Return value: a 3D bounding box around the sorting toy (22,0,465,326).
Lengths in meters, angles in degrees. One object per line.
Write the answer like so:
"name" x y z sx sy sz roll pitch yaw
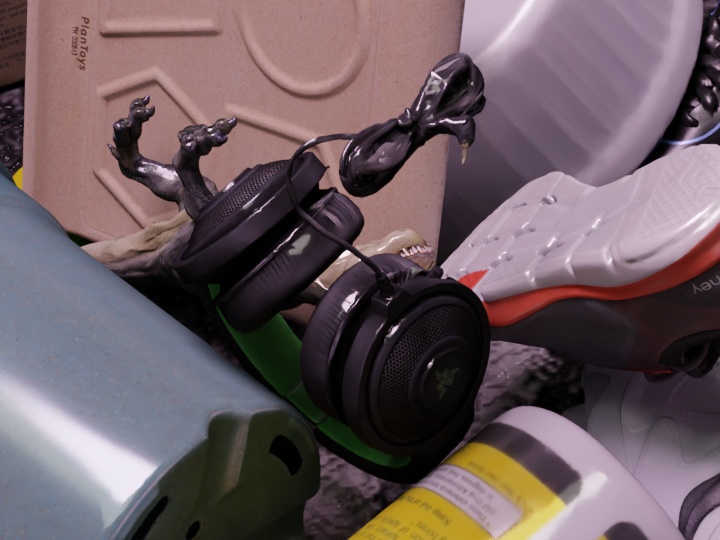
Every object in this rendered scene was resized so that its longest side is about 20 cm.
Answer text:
"sorting toy" -0.050 -0.079 0.910 0.199 0.186 0.036 18 27 25

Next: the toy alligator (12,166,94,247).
"toy alligator" -0.182 -0.001 1.007 0.199 0.059 0.054 -31 33 -12

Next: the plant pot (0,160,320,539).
"plant pot" -0.134 0.073 0.843 0.196 0.201 0.200 29 62 28

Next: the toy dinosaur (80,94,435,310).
"toy dinosaur" -0.068 -0.022 0.892 0.199 0.088 0.047 4 31 36

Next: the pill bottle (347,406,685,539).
"pill bottle" 0.017 0.149 0.767 0.200 0.115 0.114 -37 48 -18

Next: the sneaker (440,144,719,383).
"sneaker" 0.090 0.013 0.802 0.077 0.082 0.200 -47 16 -20

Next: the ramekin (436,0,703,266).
"ramekin" 0.041 -0.112 0.967 0.200 0.098 0.201 -20 52 27

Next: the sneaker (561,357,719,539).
"sneaker" 0.159 0.034 0.855 0.115 0.075 0.200 29 65 34

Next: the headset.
"headset" 0.000 0.000 0.785 0.123 0.200 0.094 41 68 14

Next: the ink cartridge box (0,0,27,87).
"ink cartridge box" -0.210 -0.170 1.100 0.199 0.165 0.075 -17 46 1

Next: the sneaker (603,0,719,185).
"sneaker" 0.167 -0.090 0.966 0.200 0.078 0.070 -38 49 -18
